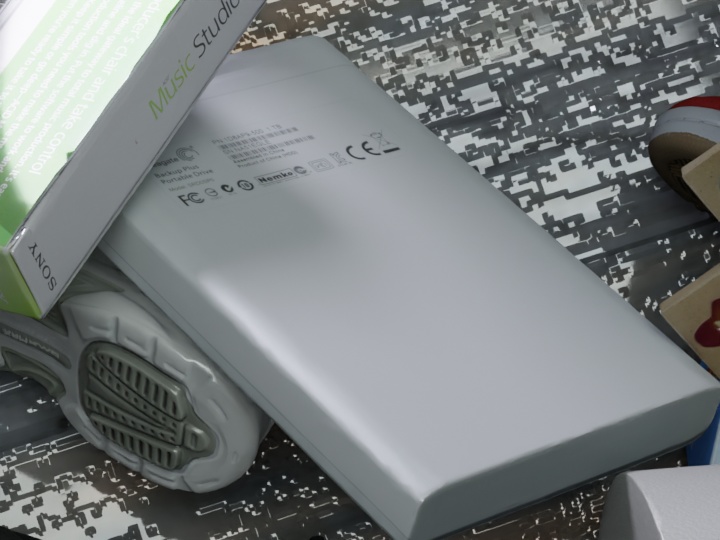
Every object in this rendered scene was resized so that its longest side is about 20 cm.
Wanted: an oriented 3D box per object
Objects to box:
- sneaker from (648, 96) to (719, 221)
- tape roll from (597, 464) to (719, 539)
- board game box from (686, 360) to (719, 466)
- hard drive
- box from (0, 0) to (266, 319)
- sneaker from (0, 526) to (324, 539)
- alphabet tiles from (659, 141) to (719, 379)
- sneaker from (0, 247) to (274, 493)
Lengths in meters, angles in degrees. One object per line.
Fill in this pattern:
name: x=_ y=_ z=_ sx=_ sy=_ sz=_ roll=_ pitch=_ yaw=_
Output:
sneaker: x=0.201 y=-0.052 z=1.010 sx=0.199 sy=0.071 sz=0.113 roll=18 pitch=78 yaw=-7
tape roll: x=0.102 y=0.158 z=0.881 sx=0.037 sy=0.203 sz=0.204 roll=-5 pitch=76 yaw=-4
board game box: x=0.217 y=0.000 z=0.940 sx=0.195 sy=0.201 sz=0.056 roll=8 pitch=30 yaw=-2
hard drive: x=0.000 y=0.000 z=0.932 sx=0.132 sy=0.027 sz=0.200 roll=-17 pitch=47 yaw=-40
box: x=-0.144 y=-0.065 z=0.942 sx=0.199 sy=0.036 sz=0.145 roll=12 pitch=55 yaw=33
sneaker: x=-0.044 y=0.122 z=0.957 sx=0.199 sy=0.073 sz=0.082 roll=24 pitch=58 yaw=-3
alphabet tiles: x=0.199 y=-0.009 z=0.899 sx=0.200 sy=0.008 sz=0.167 roll=-35 pitch=114 yaw=20
sneaker: x=-0.094 y=-0.008 z=0.986 sx=0.200 sy=0.078 sz=0.099 roll=33 pitch=45 yaw=16
